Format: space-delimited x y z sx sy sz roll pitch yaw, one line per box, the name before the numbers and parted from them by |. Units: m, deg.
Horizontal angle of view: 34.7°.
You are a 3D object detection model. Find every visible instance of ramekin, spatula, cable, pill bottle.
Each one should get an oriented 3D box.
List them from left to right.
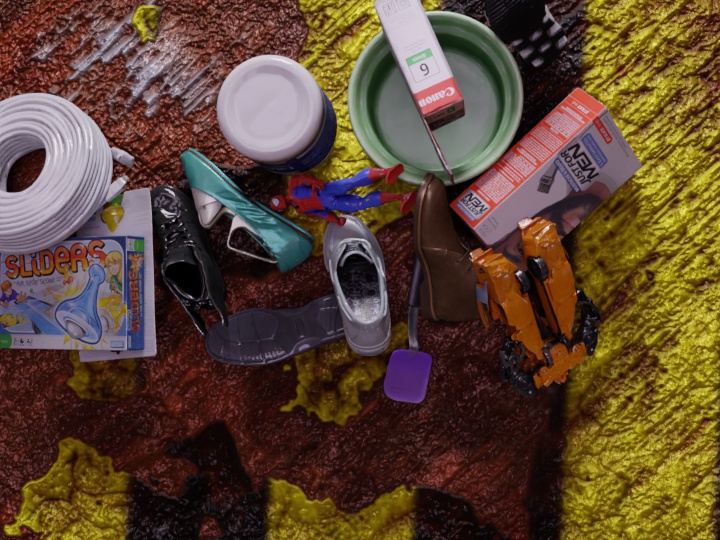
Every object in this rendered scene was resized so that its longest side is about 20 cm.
cable | -0.398 -0.116 1.378 0.200 0.069 0.200 37 81 24
pill bottle | -0.087 -0.170 1.315 0.116 0.200 0.116 0 88 7
spatula | 0.064 0.058 1.381 0.056 0.021 0.200 9 84 -21
ramekin | 0.088 -0.193 1.350 0.200 0.098 0.200 0 88 6

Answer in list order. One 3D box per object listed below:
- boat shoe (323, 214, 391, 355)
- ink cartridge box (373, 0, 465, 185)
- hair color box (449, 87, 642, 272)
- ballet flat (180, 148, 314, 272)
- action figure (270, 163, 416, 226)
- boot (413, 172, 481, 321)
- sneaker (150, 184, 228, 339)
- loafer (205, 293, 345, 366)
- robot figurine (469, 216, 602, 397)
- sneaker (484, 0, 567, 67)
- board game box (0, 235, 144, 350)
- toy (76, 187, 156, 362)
boat shoe | -0.001 0.000 1.323 0.070 0.072 0.201 -8 51 -6
ink cartridge box | 0.078 -0.197 1.246 0.050 0.109 0.200 -25 86 5
hair color box | 0.215 -0.098 1.326 0.200 0.111 0.064 -42 41 4
ballet flat | -0.151 -0.066 1.381 0.200 0.067 0.070 36 78 4
action figure | -0.031 -0.086 1.344 0.052 0.200 0.065 -53 125 -34
boot | 0.104 -0.024 1.307 0.075 0.074 0.200 9 132 25
sneaker | -0.206 -0.016 1.369 0.060 0.104 0.200 -26 86 5
loafer | -0.083 0.077 1.379 0.200 0.063 0.072 -14 71 8
robot figurine | 0.199 0.046 1.311 0.145 0.058 0.200 -31 121 -16
sneaker | 0.169 -0.305 1.301 0.074 0.200 0.089 -34 66 9
board game box | -0.349 0.028 1.383 0.200 0.034 0.135 -2 88 27
toy | -0.287 0.007 1.399 0.115 0.047 0.200 -7 86 28
